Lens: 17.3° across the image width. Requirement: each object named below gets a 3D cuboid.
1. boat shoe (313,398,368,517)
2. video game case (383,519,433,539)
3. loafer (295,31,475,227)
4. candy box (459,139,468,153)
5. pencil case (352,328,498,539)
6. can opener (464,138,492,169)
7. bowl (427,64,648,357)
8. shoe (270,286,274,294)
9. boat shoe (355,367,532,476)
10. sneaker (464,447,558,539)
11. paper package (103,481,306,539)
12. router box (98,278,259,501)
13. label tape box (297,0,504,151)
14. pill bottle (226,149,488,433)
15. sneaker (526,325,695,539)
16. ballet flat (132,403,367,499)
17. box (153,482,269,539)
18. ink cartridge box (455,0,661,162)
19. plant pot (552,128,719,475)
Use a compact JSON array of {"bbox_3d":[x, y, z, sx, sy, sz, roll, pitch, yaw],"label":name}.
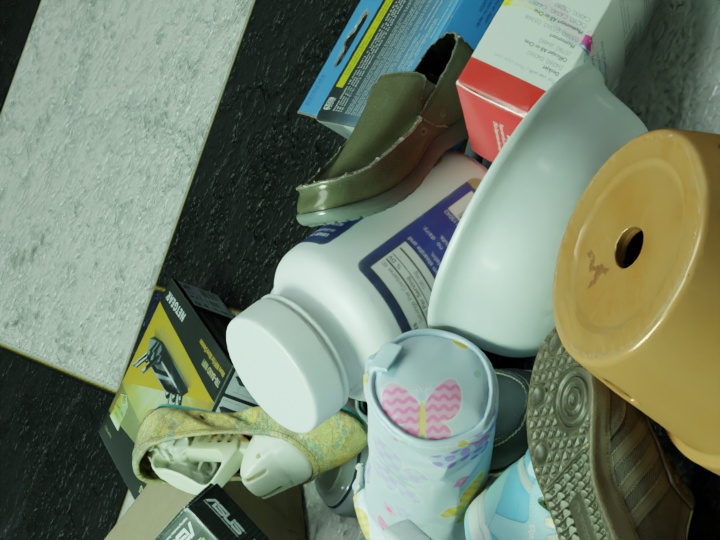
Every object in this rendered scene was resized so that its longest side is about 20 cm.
[{"bbox_3d":[-0.035,0.101,1.782,0.074,0.066,0.201,-53,30,30],"label":"boat shoe"},{"bbox_3d":[0.079,0.260,1.377,0.200,0.022,0.183,34,141,63],"label":"video game case"},{"bbox_3d":[0.018,-0.096,1.580,0.075,0.070,0.200,-9,25,45],"label":"loafer"},{"bbox_3d":[0.047,-0.007,1.749,0.102,0.026,0.201,-34,42,52],"label":"candy box"},{"bbox_3d":[0.040,0.116,1.515,0.083,0.091,0.200,-39,-21,-22],"label":"pencil case"},{"bbox_3d":[0.115,-0.110,1.670,0.053,0.066,0.201,41,116,60],"label":"can opener"},{"bbox_3d":[0.133,-0.021,1.481,0.201,0.090,0.202,-52,-18,-25],"label":"bowl"},{"bbox_3d":[0.000,0.000,1.705,0.200,0.071,0.091,-49,22,26],"label":"shoe"},{"bbox_3d":[0.063,0.095,1.605,0.200,0.061,0.073,-4,68,62],"label":"boat shoe"},{"bbox_3d":[0.128,0.166,1.413,0.131,0.079,0.201,-56,30,27],"label":"sneaker"},{"bbox_3d":[-0.132,0.259,1.815,0.200,0.103,0.191,-51,31,33],"label":"paper package"},{"bbox_3d":[-0.147,0.117,2.002,0.158,0.052,0.200,-64,26,11],"label":"router box"},{"bbox_3d":[0.041,-0.158,1.802,0.145,0.063,0.200,-60,21,-3],"label":"label tape box"},{"bbox_3d":[0.012,0.017,1.592,0.200,0.120,0.119,-36,13,-27],"label":"pill bottle"},{"bbox_3d":[0.151,0.124,1.371,0.070,0.075,0.201,-42,47,46],"label":"sneaker"},{"bbox_3d":[-0.085,0.134,1.718,0.199,0.071,0.071,-1,68,34],"label":"ballet flat"},{"bbox_3d":[-0.097,0.278,1.655,0.200,0.193,0.047,-49,-5,36],"label":"box"},{"bbox_3d":[0.123,-0.135,1.543,0.201,0.067,0.116,-59,-17,-13],"label":"ink cartridge box"},{"bbox_3d":[0.201,0.009,1.317,0.200,0.139,0.201,-41,38,43],"label":"plant pot"}]
